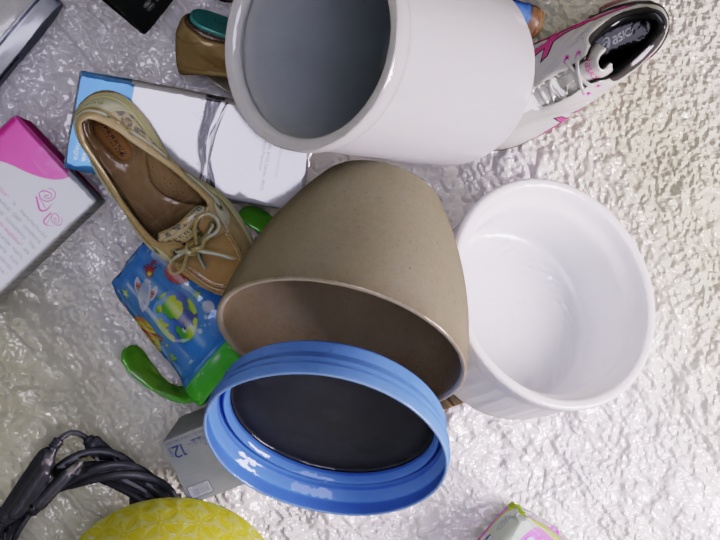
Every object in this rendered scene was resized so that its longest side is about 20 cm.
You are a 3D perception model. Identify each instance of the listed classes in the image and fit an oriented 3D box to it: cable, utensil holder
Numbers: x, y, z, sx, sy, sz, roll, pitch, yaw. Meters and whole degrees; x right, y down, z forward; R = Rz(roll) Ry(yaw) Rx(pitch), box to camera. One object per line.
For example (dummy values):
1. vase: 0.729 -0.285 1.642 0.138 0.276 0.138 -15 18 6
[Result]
1. cable: -0.248 0.250 1.568 0.163 0.051 0.201 32 94 -12
2. utensil holder: 0.020 -0.170 1.407 0.169 0.199 0.171 -1 88 38

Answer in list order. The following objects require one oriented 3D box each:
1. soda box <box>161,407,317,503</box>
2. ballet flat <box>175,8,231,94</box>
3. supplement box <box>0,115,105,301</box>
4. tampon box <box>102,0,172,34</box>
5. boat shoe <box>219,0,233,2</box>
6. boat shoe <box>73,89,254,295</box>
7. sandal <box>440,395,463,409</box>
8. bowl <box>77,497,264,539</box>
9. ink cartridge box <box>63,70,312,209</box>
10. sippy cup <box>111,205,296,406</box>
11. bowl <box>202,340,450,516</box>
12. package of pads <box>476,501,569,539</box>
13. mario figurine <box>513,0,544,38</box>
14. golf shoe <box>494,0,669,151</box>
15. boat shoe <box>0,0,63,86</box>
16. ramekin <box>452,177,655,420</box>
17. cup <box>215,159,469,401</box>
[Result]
1. soda box: -0.066 0.130 1.533 0.199 0.068 0.064 -22 100 13
2. ballet flat: -0.067 -0.173 1.562 0.199 0.069 0.063 17 119 -2
3. supplement box: -0.325 -0.027 1.522 0.200 0.103 0.101 -43 93 0
4. tampon box: -0.189 -0.334 1.487 0.150 0.126 0.200 39 90 16
5. boat shoe: -0.056 -0.267 1.497 0.074 0.200 0.074 -13 79 -46
6. boat shoe: -0.157 -0.052 1.412 0.073 0.063 0.200 -41 104 11
7. sandal: 0.014 0.093 1.576 0.199 0.054 0.081 -16 97 12
8. bowl: -0.159 0.305 1.509 0.199 0.108 0.201 -4 114 -9
9. ink cartridge box: -0.140 -0.108 1.508 0.199 0.145 0.085 11 93 -4
10. sippy cup: -0.136 0.024 1.522 0.130 0.140 0.178 43 84 2
11. bowl: -0.025 0.126 1.424 0.199 0.201 0.040 16 51 -4
12. package of pads: 0.165 0.321 1.583 0.200 0.068 0.155 41 90 -5
13. mario figurine: 0.061 -0.260 1.564 0.199 0.106 0.124 13 55 -14
14. golf shoe: 0.179 -0.175 1.554 0.200 0.092 0.073 -36 96 0
15. boat shoe: -0.351 -0.180 1.528 0.086 0.075 0.202 40 87 -5
16. ramekin: 0.143 0.031 1.522 0.199 0.098 0.202 9 70 -25
17. cup: 0.000 0.000 1.408 0.199 0.201 0.144 17 60 -4
